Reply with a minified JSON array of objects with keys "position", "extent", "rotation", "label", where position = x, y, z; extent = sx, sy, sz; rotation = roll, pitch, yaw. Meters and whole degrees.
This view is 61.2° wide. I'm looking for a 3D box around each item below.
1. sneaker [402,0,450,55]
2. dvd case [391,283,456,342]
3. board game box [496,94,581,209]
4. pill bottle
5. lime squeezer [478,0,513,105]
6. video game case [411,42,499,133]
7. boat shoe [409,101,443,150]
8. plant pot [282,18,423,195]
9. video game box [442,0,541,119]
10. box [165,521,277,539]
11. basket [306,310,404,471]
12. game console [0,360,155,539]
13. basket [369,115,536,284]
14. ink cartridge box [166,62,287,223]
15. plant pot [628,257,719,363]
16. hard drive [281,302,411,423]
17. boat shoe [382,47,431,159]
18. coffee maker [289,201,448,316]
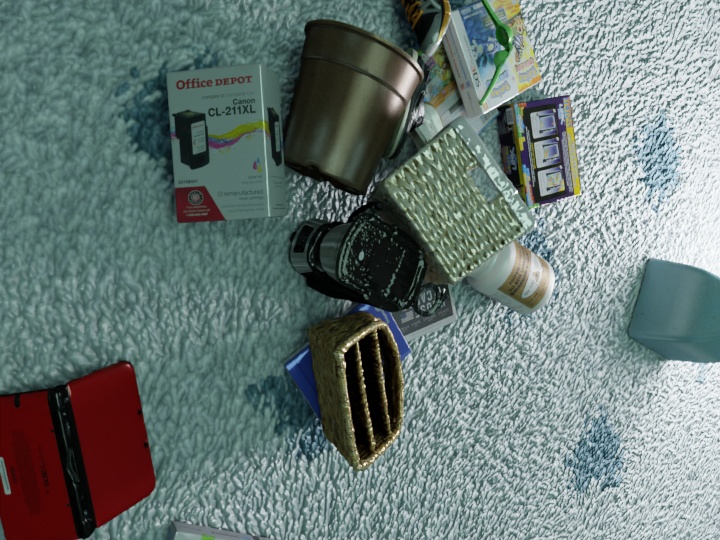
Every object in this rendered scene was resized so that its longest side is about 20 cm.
[{"position":[0.102,-0.452,1.025],"extent":[0.075,0.078,0.206],"rotation":[6,66,-20],"label":"sneaker"},{"position":[0.096,0.017,1.101],"extent":[0.147,0.025,0.206],"rotation":[-18,102,-27],"label":"dvd case"},{"position":[0.359,-0.236,1.219],"extent":[0.162,0.056,0.207],"rotation":[-15,100,-30],"label":"board game box"},{"position":[0.261,-0.005,1.144],"extent":[0.197,0.113,0.117],"rotation":[26,81,-28],"label":"pill bottle"},{"position":[0.241,-0.396,1.080],"extent":[0.069,0.037,0.207],"rotation":[-1,90,-35],"label":"lime squeezer"},{"position":[0.167,-0.336,1.123],"extent":[0.143,0.018,0.202],"rotation":[-42,112,-21],"label":"video game case"},{"position":[0.132,-0.192,1.085],"extent":[0.068,0.071,0.204],"rotation":[-27,93,-13],"label":"boat shoe"},{"position":[-0.026,-0.235,0.927],"extent":[0.196,0.199,0.204],"rotation":[20,91,-29],"label":"plant pot"},{"position":[0.243,-0.406,1.132],"extent":[0.198,0.046,0.187],"rotation":[-33,110,-32],"label":"video game box"},{"position":[-0.224,0.488,0.939],"extent":[0.196,0.041,0.160],"rotation":[24,81,-28],"label":"box"},{"position":[0.011,0.179,0.952],"extent":[0.139,0.148,0.207],"rotation":[-12,101,-21],"label":"basket"},{"position":[-0.397,0.246,0.836],"extent":[0.167,0.119,0.207],"rotation":[-8,98,3],"label":"game console"},{"position":[0.133,-0.096,0.948],"extent":[0.159,0.200,0.200],"rotation":[-37,94,-7],"label":"basket"},{"position":[-0.186,-0.174,0.855],"extent":[0.141,0.083,0.207],"rotation":[-2,96,11],"label":"ink cartridge box"},{"position":[0.778,0.103,1.401],"extent":[0.192,0.198,0.202],"rotation":[25,82,-29],"label":"plant pot"},{"position":[-0.019,0.146,1.029],"extent":[0.198,0.025,0.134],"rotation":[-37,110,-15],"label":"hard drive"},{"position":[0.081,-0.271,1.025],"extent":[0.065,0.074,0.205],"rotation":[22,65,-30],"label":"boat shoe"},{"position":[0.000,0.000,0.944],"extent":[0.135,0.199,0.194],"rotation":[-43,112,-17],"label":"coffee maker"}]
